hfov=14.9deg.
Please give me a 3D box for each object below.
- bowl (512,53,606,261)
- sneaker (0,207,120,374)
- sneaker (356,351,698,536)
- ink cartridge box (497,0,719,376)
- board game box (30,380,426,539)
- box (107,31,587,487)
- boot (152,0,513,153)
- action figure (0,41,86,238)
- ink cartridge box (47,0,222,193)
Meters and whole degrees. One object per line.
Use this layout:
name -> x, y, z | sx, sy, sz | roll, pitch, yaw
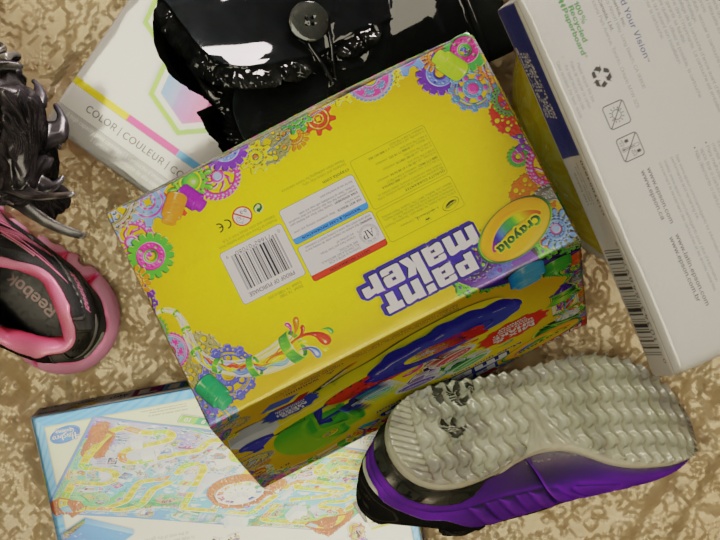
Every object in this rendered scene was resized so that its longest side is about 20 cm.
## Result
bowl -> 0.157, -0.062, 1.443 | 0.200, 0.200, 0.108 | 33, 137, -2
sneaker -> -0.221, -0.011, 1.483 | 0.200, 0.095, 0.079 | 32, 98, 0
sneaker -> 0.083, 0.101, 1.487 | 0.200, 0.100, 0.070 | -2, 58, -30
ink cartridge box -> 0.193, -0.078, 1.331 | 0.200, 0.041, 0.200 | -24, 93, -14
board game box -> -0.070, 0.125, 1.521 | 0.200, 0.034, 0.135 | -10, 96, 3
box -> 0.000, 0.000, 1.405 | 0.200, 0.193, 0.122 | -27, 76, 0
boot -> -0.032, -0.164, 1.409 | 0.168, 0.076, 0.200 | -24, 93, -13
action figure -> -0.212, -0.085, 1.430 | 0.102, 0.119, 0.200 | -26, 55, -4
ink cartridge box -> -0.068, -0.131, 1.480 | 0.104, 0.059, 0.200 | 36, 96, -2
